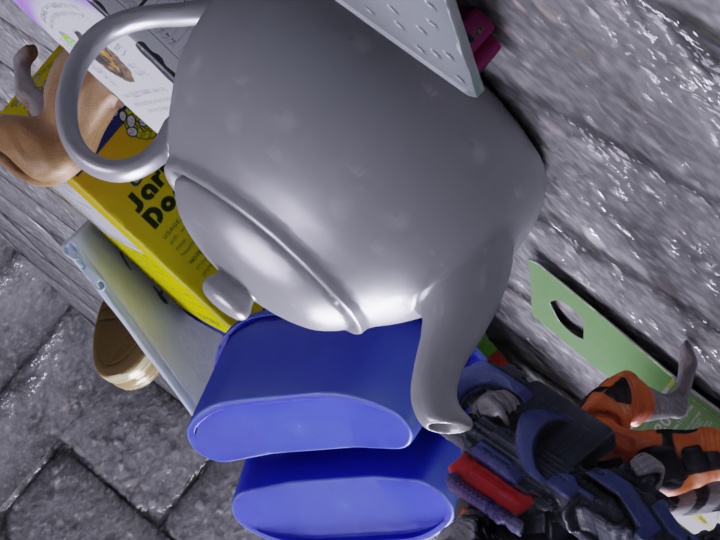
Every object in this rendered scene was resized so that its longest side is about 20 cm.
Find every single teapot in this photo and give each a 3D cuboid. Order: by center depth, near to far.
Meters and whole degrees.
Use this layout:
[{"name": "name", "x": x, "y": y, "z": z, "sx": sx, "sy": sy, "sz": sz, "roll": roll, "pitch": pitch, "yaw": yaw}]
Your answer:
[{"name": "teapot", "x": -0.024, "y": -0.042, "z": 1.212, "sx": 0.197, "sy": 0.146, "sz": 0.200, "roll": 45, "pitch": 171, "yaw": -27}]

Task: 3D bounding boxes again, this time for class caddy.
[{"name": "caddy", "x": -0.008, "y": 0.088, "z": 1.602, "sx": 0.199, "sy": 0.105, "sz": 0.142, "roll": -6, "pitch": 127, "yaw": 31}]

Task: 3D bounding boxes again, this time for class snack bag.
[{"name": "snack bag", "x": -0.116, "y": 0.018, "z": 1.802, "sx": 0.189, "sy": 0.021, "sz": 0.200, "roll": 54, "pitch": -152, "yaw": -12}]

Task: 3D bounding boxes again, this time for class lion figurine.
[{"name": "lion figurine", "x": -0.166, "y": -0.107, "z": 1.534, "sx": 0.123, "sy": 0.072, "sz": 0.200, "roll": 51, "pitch": 133, "yaw": 19}]

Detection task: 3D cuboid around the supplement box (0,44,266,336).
[{"name": "supplement box", "x": -0.121, "y": -0.060, "z": 1.683, "sx": 0.200, "sy": 0.110, "sz": 0.109, "roll": 44, "pitch": 171, "yaw": -28}]

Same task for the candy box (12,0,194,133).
[{"name": "candy box", "x": -0.127, "y": -0.153, "z": 1.357, "sx": 0.200, "sy": 0.072, "sz": 0.168, "roll": 43, "pitch": 170, "yaw": -14}]

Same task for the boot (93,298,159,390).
[{"name": "boot", "x": -0.116, "y": 0.044, "z": 1.912, "sx": 0.072, "sy": 0.201, "sz": 0.156, "roll": -12, "pitch": 130, "yaw": 27}]

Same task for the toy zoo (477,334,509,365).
[{"name": "toy zoo", "x": 0.117, "y": 0.111, "z": 1.670, "sx": 0.200, "sy": 0.020, "sz": 0.131, "roll": 51, "pitch": 175, "yaw": 16}]

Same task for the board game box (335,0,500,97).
[{"name": "board game box", "x": -0.034, "y": -0.168, "z": 1.026, "sx": 0.200, "sy": 0.026, "sz": 0.200, "roll": 38, "pitch": 171, "yaw": 20}]

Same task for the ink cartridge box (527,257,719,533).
[{"name": "ink cartridge box", "x": 0.157, "y": 0.085, "z": 1.408, "sx": 0.200, "sy": 0.048, "sz": 0.146, "roll": 37, "pitch": 172, "yaw": 12}]

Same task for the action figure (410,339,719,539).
[{"name": "action figure", "x": 0.121, "y": 0.111, "z": 1.190, "sx": 0.200, "sy": 0.193, "sz": 0.105, "roll": 42, "pitch": 145, "yaw": 47}]

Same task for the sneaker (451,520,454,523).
[{"name": "sneaker", "x": 0.071, "y": 0.106, "z": 1.673, "sx": 0.200, "sy": 0.073, "sz": 0.085, "roll": 43, "pitch": -150, "yaw": 11}]
